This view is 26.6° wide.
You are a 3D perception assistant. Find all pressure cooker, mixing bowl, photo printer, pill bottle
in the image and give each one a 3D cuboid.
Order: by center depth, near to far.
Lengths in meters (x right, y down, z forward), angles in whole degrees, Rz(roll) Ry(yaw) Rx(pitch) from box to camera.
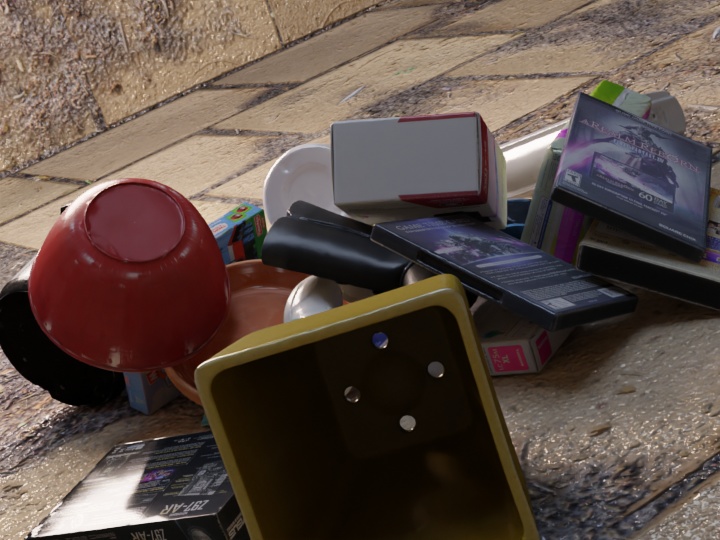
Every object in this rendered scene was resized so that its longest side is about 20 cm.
[{"bbox_3d":[-0.219,-0.015,1.465,0.199,0.109,0.201,6,52,-7],"label":"mixing bowl"},{"bbox_3d":[-0.288,0.028,1.689,0.178,0.177,0.200,27,45,11],"label":"pressure cooker"},{"bbox_3d":[-0.034,-0.066,1.722,0.113,0.115,0.200,-18,-13,7],"label":"pill bottle"},{"bbox_3d":[0.248,-0.138,1.740,0.199,0.070,0.166,-19,-1,44],"label":"photo printer"}]

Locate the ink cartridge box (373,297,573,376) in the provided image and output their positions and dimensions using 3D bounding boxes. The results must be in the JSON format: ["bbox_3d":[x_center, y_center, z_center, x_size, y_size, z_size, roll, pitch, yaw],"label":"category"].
[{"bbox_3d":[0.099,0.059,1.423,0.199,0.042,0.119,-5,23,34],"label":"ink cartridge box"}]

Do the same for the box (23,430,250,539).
[{"bbox_3d":[-0.163,0.193,1.300,0.199,0.044,0.160,-12,19,26],"label":"box"}]

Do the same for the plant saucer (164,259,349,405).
[{"bbox_3d":[-0.099,0.068,1.505,0.199,0.032,0.201,0,45,0],"label":"plant saucer"}]

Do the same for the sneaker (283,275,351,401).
[{"bbox_3d":[-0.030,0.075,1.403,0.080,0.070,0.201,-25,35,27],"label":"sneaker"}]

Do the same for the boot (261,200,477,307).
[{"bbox_3d":[0.000,0.000,1.398,0.199,0.066,0.165,20,19,14],"label":"boot"}]

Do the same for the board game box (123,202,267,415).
[{"bbox_3d":[-0.172,0.039,1.607,0.036,0.152,0.200,21,41,39],"label":"board game box"}]

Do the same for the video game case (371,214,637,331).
[{"bbox_3d":[0.127,-0.002,1.347,0.199,0.019,0.142,27,21,33],"label":"video game case"}]

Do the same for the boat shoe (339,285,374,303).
[{"bbox_3d":[0.051,-0.001,1.551,0.200,0.073,0.060,-6,11,-26],"label":"boat shoe"}]

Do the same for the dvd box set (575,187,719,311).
[{"bbox_3d":[0.290,-0.033,1.400,0.145,0.030,0.200,16,29,14],"label":"dvd box set"}]

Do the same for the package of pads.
[{"bbox_3d":[0.227,-0.084,1.534,0.068,0.155,0.200,21,33,16],"label":"package of pads"}]

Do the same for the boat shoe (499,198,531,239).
[{"bbox_3d":[0.105,-0.038,1.667,0.198,0.085,0.069,-1,41,15],"label":"boat shoe"}]

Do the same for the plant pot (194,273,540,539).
[{"bbox_3d":[0.015,0.107,1.128,0.193,0.197,0.200,-17,10,10],"label":"plant pot"}]

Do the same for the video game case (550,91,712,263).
[{"bbox_3d":[0.253,-0.090,1.398,0.142,0.019,0.200,23,35,0],"label":"video game case"}]

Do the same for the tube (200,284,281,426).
[{"bbox_3d":[-0.106,0.078,1.551,0.077,0.050,0.201,-18,36,26],"label":"tube"}]

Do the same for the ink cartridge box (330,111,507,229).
[{"bbox_3d":[0.063,-0.091,1.510,0.145,0.083,0.200,-4,-9,13],"label":"ink cartridge box"}]
